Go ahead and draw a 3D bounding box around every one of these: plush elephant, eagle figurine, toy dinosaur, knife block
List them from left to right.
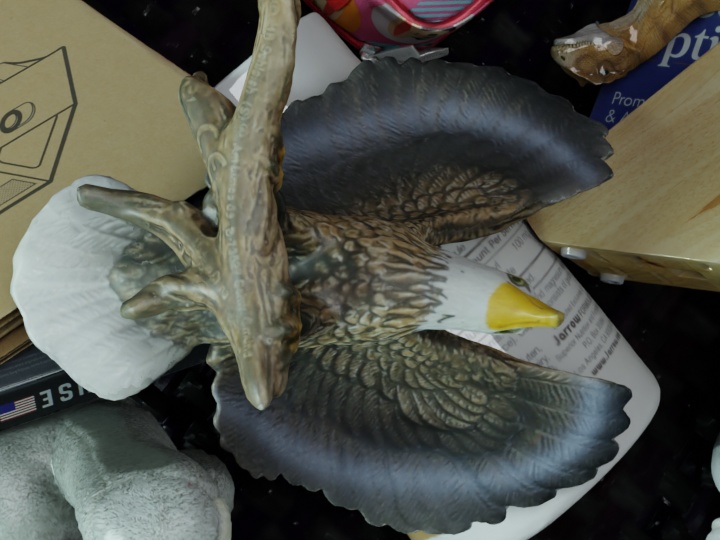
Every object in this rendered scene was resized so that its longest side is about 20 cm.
[{"bbox_3d":[-0.116,0.122,0.714,0.164,0.200,0.156,-11,107,-1],"label":"plush elephant"},{"bbox_3d":[0.006,0.004,0.653,0.151,0.200,0.152,45,105,21],"label":"eagle figurine"},{"bbox_3d":[0.165,-0.141,0.810,0.199,0.060,0.107,-25,93,18],"label":"toy dinosaur"},{"bbox_3d":[0.173,-0.076,0.749,0.199,0.064,0.176,7,80,26],"label":"knife block"}]

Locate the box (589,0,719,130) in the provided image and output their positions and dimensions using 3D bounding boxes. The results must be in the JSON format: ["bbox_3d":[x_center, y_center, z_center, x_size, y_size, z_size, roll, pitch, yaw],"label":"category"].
[{"bbox_3d":[0.167,-0.100,0.834,0.032,0.121,0.201,38,69,-50],"label":"box"}]

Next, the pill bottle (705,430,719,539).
[{"bbox_3d":[0.210,0.055,0.822,0.113,0.114,0.201,23,78,-11],"label":"pill bottle"}]

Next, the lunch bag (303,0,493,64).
[{"bbox_3d":[-0.005,-0.187,0.813,0.200,0.082,0.176,45,75,-6],"label":"lunch bag"}]

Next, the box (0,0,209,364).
[{"bbox_3d":[-0.152,-0.048,0.714,0.163,0.021,0.200,-36,53,-26],"label":"box"}]

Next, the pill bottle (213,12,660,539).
[{"bbox_3d":[0.012,0.006,0.776,0.114,0.114,0.200,-40,94,-16],"label":"pill bottle"}]

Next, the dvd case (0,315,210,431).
[{"bbox_3d":[-0.156,-0.018,0.718,0.150,0.025,0.200,-18,46,-16],"label":"dvd case"}]
